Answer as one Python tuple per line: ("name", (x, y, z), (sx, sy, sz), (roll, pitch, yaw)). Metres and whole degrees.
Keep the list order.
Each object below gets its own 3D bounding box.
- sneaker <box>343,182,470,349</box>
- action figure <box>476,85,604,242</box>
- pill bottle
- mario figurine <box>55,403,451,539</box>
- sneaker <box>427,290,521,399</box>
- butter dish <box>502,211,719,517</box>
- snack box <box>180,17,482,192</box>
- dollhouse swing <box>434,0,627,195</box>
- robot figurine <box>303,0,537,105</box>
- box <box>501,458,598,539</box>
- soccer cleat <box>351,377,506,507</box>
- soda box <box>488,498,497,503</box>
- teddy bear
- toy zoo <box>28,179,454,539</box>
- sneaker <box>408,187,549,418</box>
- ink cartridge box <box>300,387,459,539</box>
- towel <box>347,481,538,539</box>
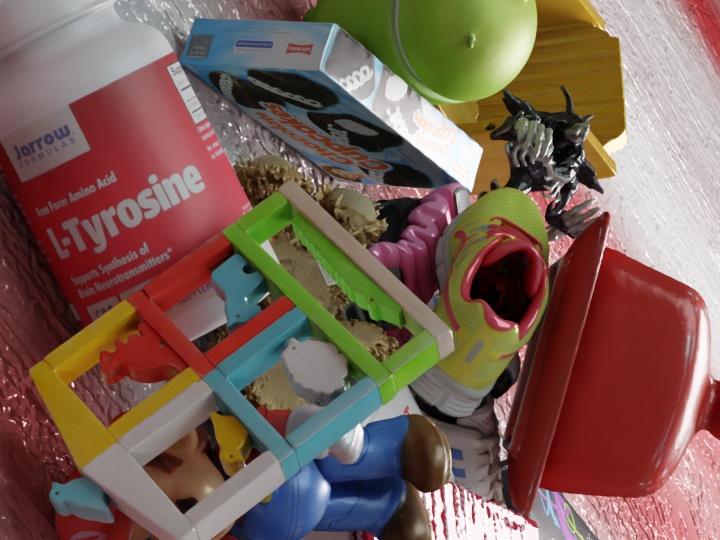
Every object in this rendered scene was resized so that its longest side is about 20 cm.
("sneaker", (0.000, 0.000, 1.429), (0.200, 0.095, 0.079), (-38, 127, -55))
("action figure", (0.132, -0.061, 1.632), (0.119, 0.102, 0.200), (45, 67, -21))
("pill bottle", (-0.132, -0.058, 1.153), (0.201, 0.112, 0.112), (63, 23, -7))
("mario figurine", (-0.053, 0.127, 1.090), (0.106, 0.199, 0.124), (-172, -99, -72))
("sneaker", (0.082, 0.039, 1.492), (0.072, 0.072, 0.200), (46, 0, -8))
("butter dish", (0.181, 0.075, 1.420), (0.199, 0.147, 0.201), (76, 29, -87))
("snack box", (-0.016, -0.109, 1.446), (0.200, 0.116, 0.037), (34, 68, -51))
("dollhouse swing", (0.114, -0.196, 1.764), (0.200, 0.181, 0.176), (-86, 165, -46))
("robot figurine", (0.045, -0.176, 1.547), (0.175, 0.200, 0.116), (-42, 114, -25))
("box", (0.159, 0.249, 1.600), (0.200, 0.036, 0.143), (52, 26, -33))
("soccer cleat", (0.066, 0.127, 1.445), (0.200, 0.086, 0.070), (53, 27, -29))
("soda box", (0.098, 0.254, 1.414), (0.201, 0.068, 0.064), (62, 24, -9))
("teddy bear", (-0.046, 0.019, 1.293), (0.144, 0.067, 0.201), (12, 59, -29))
("toy zoo", (-0.071, 0.053, 1.059), (0.131, 0.200, 0.020), (44, -19, 31))
("sneaker", (0.091, 0.005, 1.367), (0.078, 0.090, 0.200), (30, 39, -9))
("ink cartridge box", (0.016, 0.185, 1.285), (0.201, 0.084, 0.145), (62, 24, -12))
("towel", (0.052, 0.187, 1.227), (0.200, 0.022, 0.145), (31, 46, -48))
